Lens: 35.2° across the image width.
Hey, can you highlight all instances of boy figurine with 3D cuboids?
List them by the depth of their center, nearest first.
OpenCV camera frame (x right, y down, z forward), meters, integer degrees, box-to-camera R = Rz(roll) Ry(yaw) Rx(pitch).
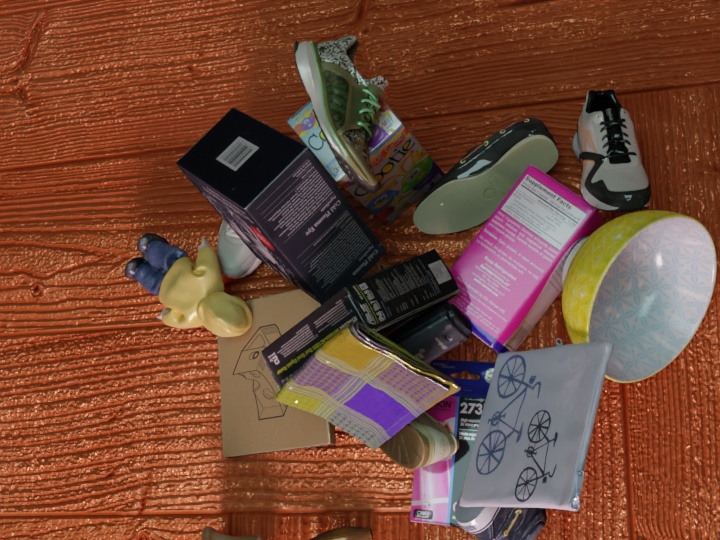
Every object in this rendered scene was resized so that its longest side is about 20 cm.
[{"bbox_3d":[-0.218,0.020,1.480,0.200,0.064,0.125,30,98,30],"label":"boy figurine"}]

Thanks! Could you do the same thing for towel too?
[{"bbox_3d":[0.004,0.131,1.249,0.143,0.200,0.023,31,51,-14],"label":"towel"}]

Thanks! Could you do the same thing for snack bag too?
[{"bbox_3d":[0.189,0.163,1.210,0.200,0.021,0.189,-18,50,58],"label":"snack bag"}]

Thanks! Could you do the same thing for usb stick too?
[{"bbox_3d":[0.036,0.104,1.310,0.200,0.055,0.033,-33,29,18],"label":"usb stick"}]

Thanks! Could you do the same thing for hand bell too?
[{"bbox_3d":[-0.084,0.340,1.381,0.200,0.104,0.104,-14,73,3],"label":"hand bell"}]

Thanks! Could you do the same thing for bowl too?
[{"bbox_3d":[0.292,0.015,1.278,0.108,0.200,0.200,32,89,49],"label":"bowl"}]

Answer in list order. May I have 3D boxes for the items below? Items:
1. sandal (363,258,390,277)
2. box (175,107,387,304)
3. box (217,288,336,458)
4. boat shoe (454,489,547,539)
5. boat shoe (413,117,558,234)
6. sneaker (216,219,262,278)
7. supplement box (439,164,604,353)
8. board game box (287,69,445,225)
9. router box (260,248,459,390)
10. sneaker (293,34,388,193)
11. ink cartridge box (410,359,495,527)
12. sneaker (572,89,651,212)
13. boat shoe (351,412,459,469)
[{"bbox_3d":[-0.004,0.004,1.426,0.078,0.070,0.212,-40,69,7],"label":"sandal"},{"bbox_3d":[-0.096,-0.076,1.361,0.104,0.182,0.200,-46,36,-9],"label":"box"},{"bbox_3d":[-0.111,0.131,1.446,0.163,0.021,0.200,-12,74,27],"label":"box"},{"bbox_3d":[0.187,0.228,1.312,0.071,0.091,0.200,1,54,57],"label":"boat shoe"},{"bbox_3d":[0.151,-0.114,1.408,0.201,0.074,0.063,-34,33,19],"label":"boat shoe"},{"bbox_3d":[-0.154,-0.090,1.487,0.076,0.092,0.200,14,83,22],"label":"sneaker"},{"bbox_3d":[0.190,-0.008,1.347,0.103,0.101,0.200,39,91,23],"label":"supplement box"},{"bbox_3d":[0.012,-0.147,1.385,0.105,0.200,0.103,-41,68,7],"label":"board game box"},{"bbox_3d":[-0.003,0.061,1.310,0.200,0.150,0.062,-38,79,47],"label":"router box"},{"bbox_3d":[-0.006,-0.182,1.256,0.088,0.077,0.200,-23,74,5],"label":"sneaker"},{"bbox_3d":[0.116,0.205,1.360,0.094,0.037,0.200,2,76,20],"label":"ink cartridge box"},{"bbox_3d":[0.284,-0.138,1.301,0.074,0.080,0.200,-4,37,-4],"label":"sneaker"},{"bbox_3d":[0.033,0.172,1.367,0.201,0.063,0.073,28,116,48],"label":"boat shoe"}]
